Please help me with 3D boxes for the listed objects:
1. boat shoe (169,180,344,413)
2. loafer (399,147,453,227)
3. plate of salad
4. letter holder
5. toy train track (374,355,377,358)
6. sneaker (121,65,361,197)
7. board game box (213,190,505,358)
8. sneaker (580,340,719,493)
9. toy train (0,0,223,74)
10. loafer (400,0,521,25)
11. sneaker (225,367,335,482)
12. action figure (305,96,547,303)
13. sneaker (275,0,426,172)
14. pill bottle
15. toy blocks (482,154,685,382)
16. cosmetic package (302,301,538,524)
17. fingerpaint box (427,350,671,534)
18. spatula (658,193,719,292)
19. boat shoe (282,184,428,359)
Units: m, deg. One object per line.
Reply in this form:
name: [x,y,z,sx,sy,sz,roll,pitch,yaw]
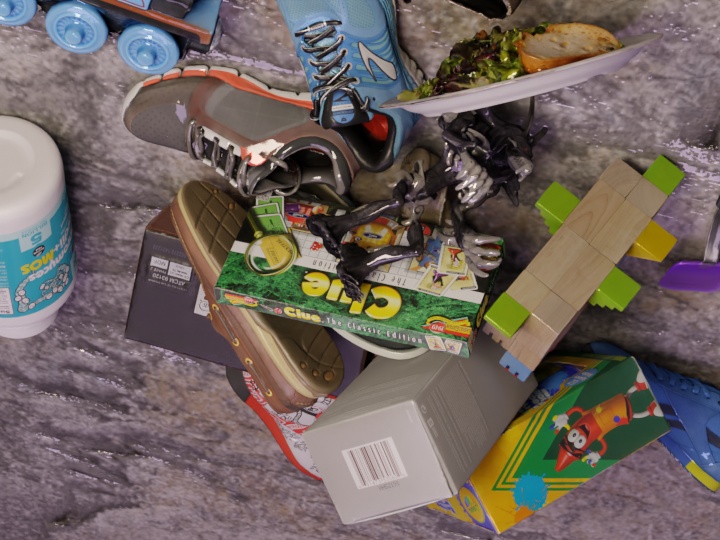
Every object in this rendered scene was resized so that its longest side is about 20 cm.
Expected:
boat shoe: [-0.094,0.024,1.572,0.068,0.072,0.200,-38,83,36]
loafer: [0.064,-0.023,1.608,0.067,0.076,0.200,0,143,2]
plate of salad: [0.106,-0.145,1.367,0.199,0.200,0.048,-11,99,29]
letter holder: [-0.077,0.014,1.685,0.199,0.142,0.101,15,110,5]
toy train track: [0.056,0.049,1.737,0.114,0.033,0.200,24,141,-16]
sneaker: [-0.092,-0.100,1.539,0.199,0.082,0.077,6,144,8]
board game box: [0.000,0.000,1.511,0.199,0.105,0.024,12,145,13]
sneaker: [0.274,0.110,1.741,0.078,0.066,0.200,-42,115,18]
toy train: [-0.186,-0.215,1.415,0.199,0.087,0.114,19,138,-8]
loafer: [0.028,-0.222,1.347,0.199,0.072,0.073,16,144,-5]
sneaker: [-0.027,0.131,1.837,0.108,0.067,0.201,-7,137,38]
action figure: [0.067,-0.051,1.464,0.200,0.102,0.119,-32,134,-9]
sneaker: [-0.007,-0.148,1.442,0.078,0.090,0.200,-7,140,26]
pill bottle: [-0.294,-0.028,1.674,0.110,0.111,0.200,9,145,5]
toy blocks: [0.157,0.008,1.545,0.100,0.200,0.137,38,155,7]
cosmetic package: [0.050,0.106,1.548,0.107,0.200,0.091,-19,99,31]
fingerpaint box: [0.135,0.135,1.650,0.074,0.166,0.200,62,168,-6]
spatula: [0.280,-0.036,1.563,0.056,0.021,0.200,3,142,-8]
boat shoe: [-0.012,-0.010,1.571,0.200,0.075,0.061,41,142,31]
